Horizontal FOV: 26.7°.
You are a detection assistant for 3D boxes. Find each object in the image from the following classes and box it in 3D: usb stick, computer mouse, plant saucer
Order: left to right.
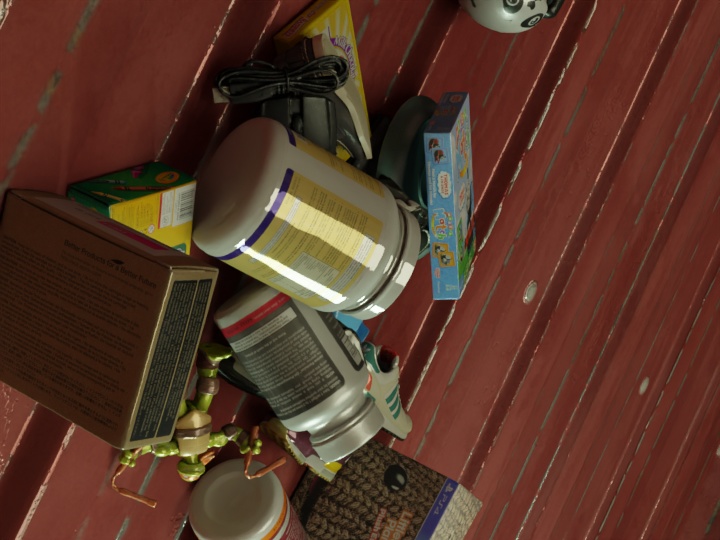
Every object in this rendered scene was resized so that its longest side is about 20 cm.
[{"bbox_3d":[-0.073,-0.132,1.553,0.201,0.137,0.053,86,-4,-55],"label":"computer mouse"},{"bbox_3d":[-0.016,-0.093,1.747,0.201,0.032,0.056,-57,149,-16],"label":"usb stick"},{"bbox_3d":[0.075,-0.107,1.810,0.200,0.027,0.202,-24,118,-58],"label":"plant saucer"}]

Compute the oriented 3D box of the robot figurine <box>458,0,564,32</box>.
[{"bbox_3d":[0.192,-0.380,1.792,0.201,0.149,0.125,-63,179,-7],"label":"robot figurine"}]

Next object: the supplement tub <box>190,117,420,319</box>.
[{"bbox_3d":[-0.053,-0.047,1.506,0.199,0.145,0.146,29,85,-30],"label":"supplement tub"}]

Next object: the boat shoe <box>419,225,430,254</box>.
[{"bbox_3d":[-0.001,-0.001,1.712,0.200,0.066,0.072,-21,132,-21],"label":"boat shoe"}]

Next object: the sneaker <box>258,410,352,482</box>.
[{"bbox_3d":[-0.055,0.187,1.826,0.090,0.075,0.200,-51,157,-5],"label":"sneaker"}]

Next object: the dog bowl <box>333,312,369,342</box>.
[{"bbox_3d":[-0.005,0.008,1.817,0.201,0.049,0.112,-58,149,-17],"label":"dog bowl"}]

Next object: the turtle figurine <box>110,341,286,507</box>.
[{"bbox_3d":[-0.173,0.160,1.623,0.198,0.064,0.163,-4,110,-23],"label":"turtle figurine"}]

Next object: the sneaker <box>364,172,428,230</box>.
[{"bbox_3d":[-0.026,-0.066,1.664,0.199,0.091,0.067,-10,141,-33],"label":"sneaker"}]

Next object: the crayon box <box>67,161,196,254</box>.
[{"bbox_3d":[-0.225,0.008,1.455,0.118,0.058,0.202,-22,128,-50],"label":"crayon box"}]

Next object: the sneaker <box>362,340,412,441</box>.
[{"bbox_3d":[0.031,0.151,1.948,0.094,0.070,0.200,-58,147,-4],"label":"sneaker"}]

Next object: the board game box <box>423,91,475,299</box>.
[{"bbox_3d":[0.105,-0.089,1.765,0.151,0.036,0.202,-64,151,-63],"label":"board game box"}]

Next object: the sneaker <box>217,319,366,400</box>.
[{"bbox_3d":[-0.074,0.098,1.715,0.200,0.075,0.116,27,80,-36],"label":"sneaker"}]

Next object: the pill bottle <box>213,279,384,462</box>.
[{"bbox_3d":[-0.060,0.100,1.614,0.111,0.110,0.201,-39,100,-38],"label":"pill bottle"}]

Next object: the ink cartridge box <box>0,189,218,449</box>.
[{"bbox_3d":[-0.236,0.040,1.320,0.075,0.199,0.166,1,110,-58],"label":"ink cartridge box"}]

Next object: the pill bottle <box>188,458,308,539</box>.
[{"bbox_3d":[-0.121,0.316,1.774,0.113,0.112,0.201,-52,146,-24],"label":"pill bottle"}]

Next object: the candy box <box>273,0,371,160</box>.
[{"bbox_3d":[-0.038,-0.197,1.647,0.102,0.026,0.201,-47,145,-31],"label":"candy box"}]

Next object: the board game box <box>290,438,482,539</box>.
[{"bbox_3d":[0.024,0.311,1.917,0.160,0.199,0.097,-61,149,-10],"label":"board game box"}]

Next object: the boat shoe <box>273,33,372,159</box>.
[{"bbox_3d":[-0.036,-0.177,1.605,0.200,0.062,0.073,58,19,-59],"label":"boat shoe"}]
